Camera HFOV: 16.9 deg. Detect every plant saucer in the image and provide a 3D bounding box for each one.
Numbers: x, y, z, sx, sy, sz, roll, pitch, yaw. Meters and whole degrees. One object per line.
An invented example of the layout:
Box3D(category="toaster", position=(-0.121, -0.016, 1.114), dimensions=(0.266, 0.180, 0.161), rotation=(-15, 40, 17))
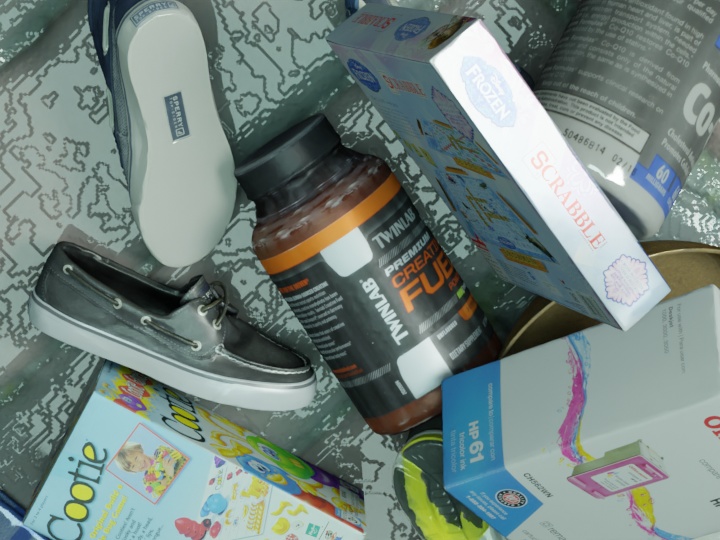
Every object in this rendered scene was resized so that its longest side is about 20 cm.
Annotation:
Box3D(category="plant saucer", position=(0.171, 0.041, 1.571), dimensions=(0.199, 0.036, 0.201), rotation=(-14, 143, -11))

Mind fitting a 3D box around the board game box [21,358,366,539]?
Box3D(category="board game box", position=(-0.107, 0.156, 1.599), dimensions=(0.199, 0.103, 0.105), rotation=(29, 99, -7))

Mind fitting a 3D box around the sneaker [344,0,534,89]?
Box3D(category="sneaker", position=(0.064, -0.116, 1.573), dimensions=(0.085, 0.077, 0.200), rotation=(-36, 108, -1))

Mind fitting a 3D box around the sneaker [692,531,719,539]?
Box3D(category="sneaker", position=(0.206, 0.186, 1.600), dimensions=(0.199, 0.070, 0.094), rotation=(-25, 101, 32))

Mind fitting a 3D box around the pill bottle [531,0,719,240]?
Box3D(category="pill bottle", position=(0.181, -0.131, 1.522), dimensions=(0.113, 0.114, 0.201), rotation=(31, 79, -7))

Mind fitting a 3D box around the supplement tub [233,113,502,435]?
Box3D(category="supplement tub", position=(0.000, 0.000, 1.570), dimensions=(0.107, 0.107, 0.201), rotation=(-33, 100, 5))

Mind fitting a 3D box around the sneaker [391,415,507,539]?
Box3D(category="sneaker", position=(0.076, 0.172, 1.621), dimensions=(0.074, 0.085, 0.201), rotation=(-4, 124, 15))

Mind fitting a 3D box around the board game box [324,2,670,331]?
Box3D(category="board game box", position=(0.078, -0.066, 1.444), dimensions=(0.041, 0.200, 0.200), rotation=(-40, 109, -9))

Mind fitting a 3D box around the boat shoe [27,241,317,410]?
Box3D(category="boat shoe", position=(-0.118, 0.031, 1.592), dimensions=(0.199, 0.070, 0.067), rotation=(21, 114, 3))

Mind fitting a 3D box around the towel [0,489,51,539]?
Box3D(category="towel", position=(-0.271, 0.255, 1.656), dimensions=(0.147, 0.024, 0.200), rotation=(40, 97, -9))

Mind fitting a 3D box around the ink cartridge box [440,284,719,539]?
Box3D(category="ink cartridge box", position=(0.170, 0.103, 1.498), dimensions=(0.199, 0.085, 0.144), rotation=(-22, 138, 28))

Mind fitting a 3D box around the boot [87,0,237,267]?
Box3D(category="boot", position=(-0.131, -0.105, 1.571), dimensions=(0.072, 0.090, 0.201), rotation=(-16, 129, -18))
